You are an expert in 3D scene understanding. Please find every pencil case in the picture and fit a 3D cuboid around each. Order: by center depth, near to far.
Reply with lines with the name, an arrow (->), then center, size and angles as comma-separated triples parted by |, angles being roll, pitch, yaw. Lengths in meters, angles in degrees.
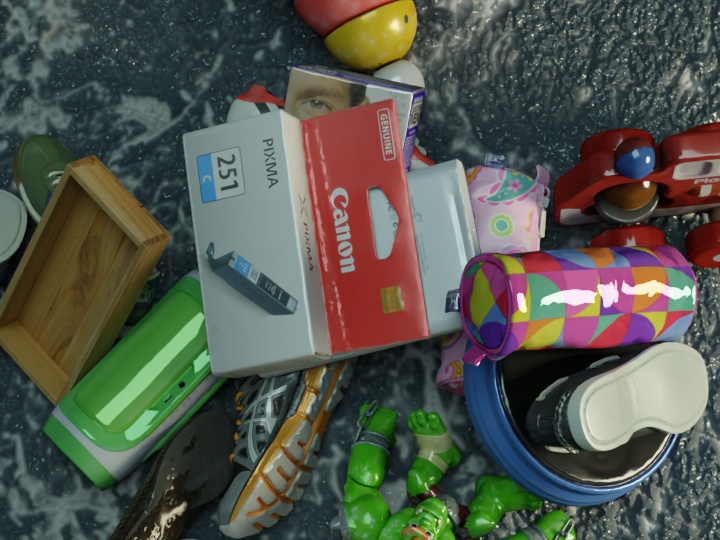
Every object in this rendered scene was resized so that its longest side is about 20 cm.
pencil case -> 0.166, 0.024, 1.398 | 0.198, 0.088, 0.089 | -4, 69, -30
pencil case -> 0.113, 0.009, 1.517 | 0.086, 0.088, 0.202 | 6, 73, 5

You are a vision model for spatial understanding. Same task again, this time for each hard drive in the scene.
hard drive -> 0.000, 0.000, 1.457 | 0.198, 0.025, 0.133 | -14, 79, 17

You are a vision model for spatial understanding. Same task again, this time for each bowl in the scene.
bowl -> 0.178, 0.089, 1.464 | 0.199, 0.039, 0.203 | 7, 74, -25

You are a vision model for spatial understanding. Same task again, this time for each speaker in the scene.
speaker -> -0.171, 0.088, 1.511 | 0.088, 0.089, 0.200 | 42, 79, 15

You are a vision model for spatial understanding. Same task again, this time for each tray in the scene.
tray -> -0.235, 0.012, 1.495 | 0.099, 0.201, 0.037 | 45, 36, 16

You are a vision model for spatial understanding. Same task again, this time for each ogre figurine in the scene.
ogre figurine -> 0.065, 0.200, 1.460 | 0.199, 0.098, 0.120 | 39, 60, -6

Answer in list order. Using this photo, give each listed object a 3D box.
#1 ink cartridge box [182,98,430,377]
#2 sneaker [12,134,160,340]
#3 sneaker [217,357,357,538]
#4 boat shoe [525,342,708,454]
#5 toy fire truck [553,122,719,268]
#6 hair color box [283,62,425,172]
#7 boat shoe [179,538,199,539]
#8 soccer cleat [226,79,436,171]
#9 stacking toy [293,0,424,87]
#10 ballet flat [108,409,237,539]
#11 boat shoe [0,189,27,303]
ink cartridge box -> -0.046, -0.029, 1.439 | 0.174, 0.045, 0.202 | -12, 80, 18
sneaker -> -0.228, -0.047, 1.545 | 0.067, 0.090, 0.201 | -18, 72, -36
sneaker -> -0.073, 0.128, 1.504 | 0.077, 0.078, 0.201 | 19, 71, 23
boat shoe -> 0.204, 0.099, 1.413 | 0.060, 0.199, 0.077 | -8, 87, 41
toy fire truck -> 0.260, -0.077, 1.493 | 0.197, 0.168, 0.113 | -4, 72, 2
hair color box -> -0.019, -0.065, 1.515 | 0.108, 0.065, 0.202 | 13, 100, 10
boat shoe -> -0.086, 0.282, 1.453 | 0.199, 0.066, 0.072 | 37, 78, 14
soccer cleat -> -0.029, -0.100, 1.575 | 0.198, 0.069, 0.086 | 20, 83, 13
stacking toy -> 0.005, -0.229, 1.599 | 0.145, 0.146, 0.202 | -25, 91, -5
ballet flat -> -0.163, 0.197, 1.477 | 0.067, 0.046, 0.201 | 43, 56, -19
boat shoe -> -0.340, 0.011, 1.539 | 0.074, 0.062, 0.201 | 18, 45, -5
